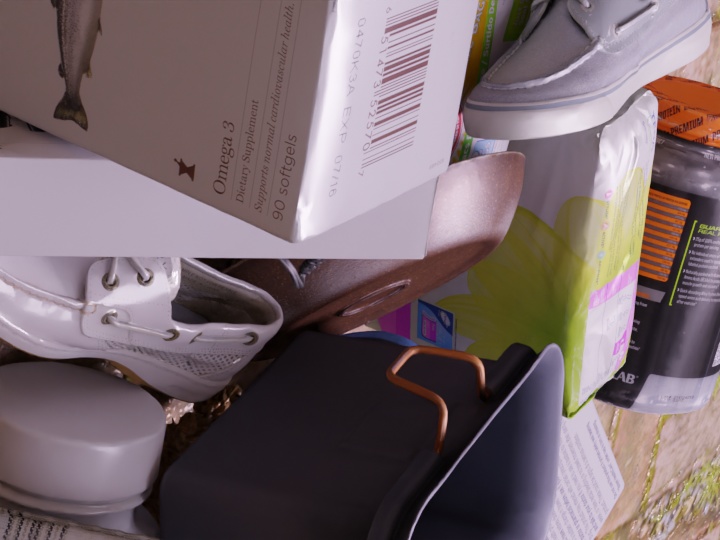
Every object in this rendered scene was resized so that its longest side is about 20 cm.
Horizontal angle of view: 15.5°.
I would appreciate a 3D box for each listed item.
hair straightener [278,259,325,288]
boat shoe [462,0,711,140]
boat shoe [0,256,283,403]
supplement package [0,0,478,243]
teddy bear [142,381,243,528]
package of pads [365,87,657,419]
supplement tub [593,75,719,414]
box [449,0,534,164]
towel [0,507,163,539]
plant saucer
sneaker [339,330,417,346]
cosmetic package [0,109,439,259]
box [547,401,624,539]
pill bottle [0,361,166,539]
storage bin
[{"bbox_3d":[-0.047,-0.090,1.234,0.077,0.041,0.200,-4,85,-19],"label":"hair straightener"},{"bbox_3d":[0.112,-0.122,1.337,0.201,0.070,0.072,-33,121,-48],"label":"boat shoe"},{"bbox_3d":[-0.112,0.002,1.198,0.069,0.071,0.200,-35,148,24],"label":"boat shoe"},{"bbox_3d":[-0.066,-0.111,1.093,0.117,0.200,0.117,-28,134,-50],"label":"supplement package"},{"bbox_3d":[-0.094,0.124,1.368,0.145,0.067,0.200,-62,170,14],"label":"teddy bear"},{"bbox_3d":[0.082,-0.030,1.466,0.068,0.154,0.200,-38,141,-42],"label":"package of pads"},{"bbox_3d":[0.194,-0.018,1.709,0.122,0.122,0.200,-12,122,-57],"label":"supplement tub"},{"bbox_3d":[0.028,-0.147,1.337,0.112,0.101,0.200,-13,123,-57],"label":"box"},{"bbox_3d":[-0.170,0.190,1.173,0.035,0.200,0.193,-91,-166,-70],"label":"towel"},{"bbox_3d":[0.000,0.000,1.338,0.200,0.037,0.200,-26,172,-4],"label":"plant saucer"},{"bbox_3d":[0.001,0.059,1.413,0.078,0.066,0.200,-43,-179,-26],"label":"sneaker"},{"bbox_3d":[-0.073,-0.044,1.147,0.200,0.083,0.051,0,119,-20],"label":"cosmetic package"},{"bbox_3d":[0.059,0.153,1.623,0.200,0.105,0.184,-57,151,-19],"label":"box"},{"bbox_3d":[-0.153,0.151,1.238,0.114,0.114,0.200,-18,126,-55],"label":"pill bottle"},{"bbox_3d":[-0.002,0.100,1.242,0.200,0.134,0.146,-47,144,-54],"label":"storage bin"}]
